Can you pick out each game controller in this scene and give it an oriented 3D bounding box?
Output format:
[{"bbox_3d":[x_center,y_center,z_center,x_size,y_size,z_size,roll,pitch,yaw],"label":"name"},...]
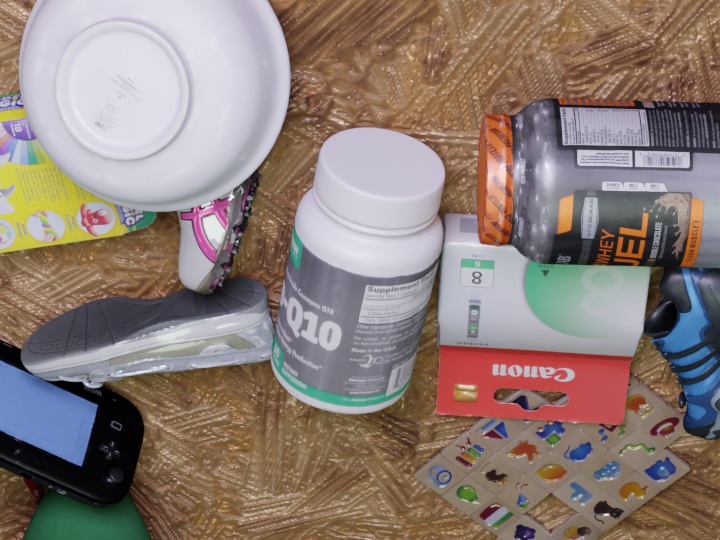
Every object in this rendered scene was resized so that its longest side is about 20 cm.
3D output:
[{"bbox_3d":[-0.267,0.113,1.746,0.200,0.105,0.042,27,145,-18],"label":"game controller"}]

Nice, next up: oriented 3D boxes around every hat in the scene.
[{"bbox_3d":[-0.232,0.175,1.845,0.165,0.177,0.200,-2,163,-2],"label":"hat"}]

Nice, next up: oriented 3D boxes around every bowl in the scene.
[{"bbox_3d":[-0.155,-0.132,1.529,0.200,0.090,0.202,2,102,10],"label":"bowl"}]

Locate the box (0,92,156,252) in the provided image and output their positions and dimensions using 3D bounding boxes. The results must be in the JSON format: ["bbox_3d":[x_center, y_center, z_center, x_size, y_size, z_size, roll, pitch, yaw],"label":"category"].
[{"bbox_3d":[-0.258,-0.074,1.644,0.199,0.048,0.118,-6,125,7],"label":"box"}]

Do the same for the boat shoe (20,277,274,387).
[{"bbox_3d":[-0.166,0.059,1.726,0.201,0.075,0.065,-13,121,1],"label":"boat shoe"}]

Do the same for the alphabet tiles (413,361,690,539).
[{"bbox_3d":[0.172,0.159,1.838,0.167,0.008,0.200,37,118,-23],"label":"alphabet tiles"}]

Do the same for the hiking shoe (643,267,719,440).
[{"bbox_3d":[0.264,0.054,1.720,0.086,0.075,0.200,9,135,6],"label":"hiking shoe"}]

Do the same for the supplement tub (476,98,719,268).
[{"bbox_3d":[0.187,-0.064,1.604,0.199,0.123,0.123,1,126,0],"label":"supplement tub"}]

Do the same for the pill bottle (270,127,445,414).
[{"bbox_3d":[0.000,0.000,1.657,0.113,0.113,0.200,8,125,-6],"label":"pill bottle"}]

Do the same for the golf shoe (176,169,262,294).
[{"bbox_3d":[-0.118,-0.078,1.630,0.092,0.073,0.201,13,116,1],"label":"golf shoe"}]

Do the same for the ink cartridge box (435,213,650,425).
[{"bbox_3d":[0.140,0.052,1.728,0.160,0.050,0.201,3,123,2],"label":"ink cartridge box"}]
